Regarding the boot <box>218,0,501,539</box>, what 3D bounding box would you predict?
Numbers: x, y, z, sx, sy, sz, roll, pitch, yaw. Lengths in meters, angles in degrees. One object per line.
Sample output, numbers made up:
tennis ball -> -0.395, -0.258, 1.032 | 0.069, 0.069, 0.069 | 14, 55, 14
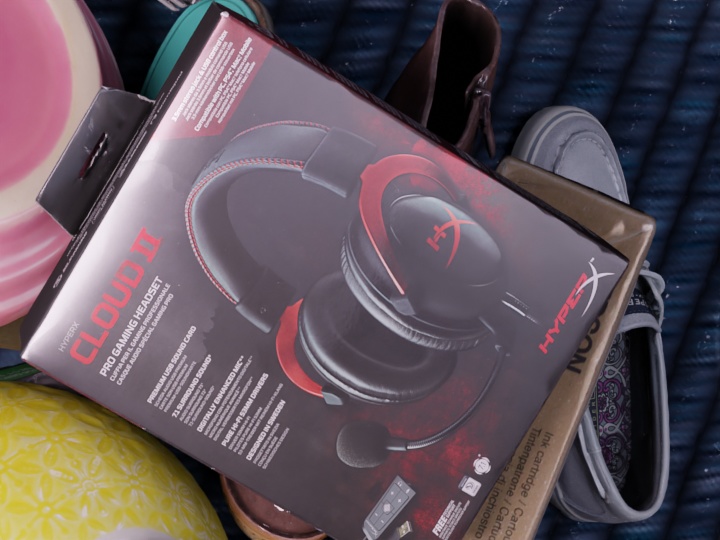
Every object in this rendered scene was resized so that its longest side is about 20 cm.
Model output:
boot -> 0.000, 0.000, 1.041 | 0.072, 0.167, 0.201 | 20, 52, -4

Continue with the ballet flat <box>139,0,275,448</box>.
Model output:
ballet flat -> -0.071, -0.022, 1.082 | 0.068, 0.068, 0.201 | 3, 103, -66

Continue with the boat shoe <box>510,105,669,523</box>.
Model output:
boat shoe -> 0.117, 0.022, 1.191 | 0.070, 0.071, 0.202 | -9, 97, -30

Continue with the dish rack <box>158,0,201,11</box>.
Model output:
dish rack -> -0.112, -0.208, 1.034 | 0.199, 0.054, 0.154 | 34, 76, -17

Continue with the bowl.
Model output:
bowl -> -0.111, 0.144, 0.972 | 0.199, 0.107, 0.202 | -1, 91, -44

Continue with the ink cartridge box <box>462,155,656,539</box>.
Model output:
ink cartridge box -> 0.058, 0.056, 1.077 | 0.075, 0.165, 0.201 | 22, 94, 5

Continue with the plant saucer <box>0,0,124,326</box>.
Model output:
plant saucer -> -0.178, -0.073, 0.972 | 0.199, 0.051, 0.202 | 13, 60, -23

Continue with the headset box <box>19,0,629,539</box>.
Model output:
headset box -> -0.024, 0.003, 0.942 | 0.199, 0.075, 0.149 | 31, 94, -10

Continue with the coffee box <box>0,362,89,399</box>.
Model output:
coffee box -> -0.149, 0.145, 1.039 | 0.123, 0.044, 0.202 | -14, 100, -44

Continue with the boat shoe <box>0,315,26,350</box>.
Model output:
boat shoe -> -0.182, -0.015, 1.016 | 0.200, 0.072, 0.066 | 12, 55, -18
